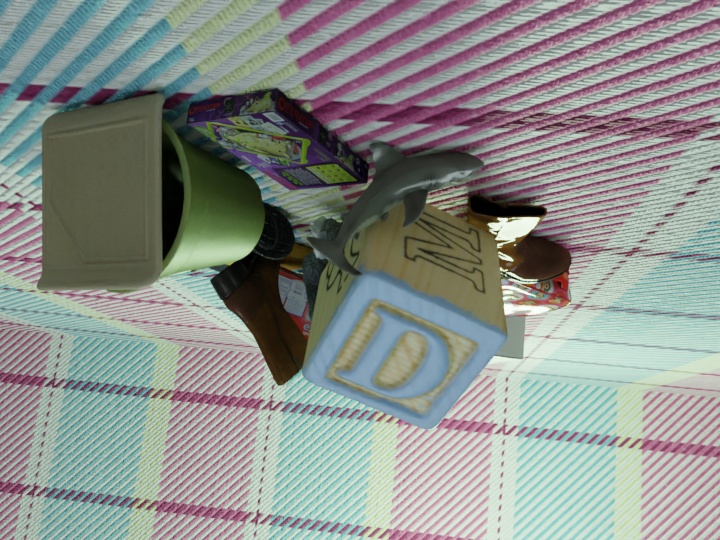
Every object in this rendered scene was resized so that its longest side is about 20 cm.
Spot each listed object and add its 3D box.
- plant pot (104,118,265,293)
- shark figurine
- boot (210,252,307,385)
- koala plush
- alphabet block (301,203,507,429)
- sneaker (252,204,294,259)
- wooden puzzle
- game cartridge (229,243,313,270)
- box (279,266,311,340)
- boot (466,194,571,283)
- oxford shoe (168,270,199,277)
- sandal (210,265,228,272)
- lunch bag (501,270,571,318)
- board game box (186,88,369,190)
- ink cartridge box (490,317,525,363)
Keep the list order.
[{"bbox_3d":[-0.214,-0.075,0.896,0.197,0.205,0.189,-2,178,30],"label":"plant pot"},{"bbox_3d":[0.019,-0.092,0.848,0.090,0.213,0.128,60,170,-29],"label":"shark figurine"},{"bbox_3d":[-0.124,0.056,1.203,0.068,0.202,0.188,-31,-173,31],"label":"boot"},{"bbox_3d":[0.000,0.000,1.134,0.173,0.186,0.203,4,131,-6],"label":"koala plush"},{"bbox_3d":[0.055,0.043,0.958,0.194,0.202,0.197,25,126,-13],"label":"alphabet block"},{"bbox_3d":[-0.189,-0.072,1.129,0.198,0.077,0.090,23,170,-31],"label":"sneaker"},{"bbox_3d":[-0.276,-0.080,0.807,0.182,0.205,0.037,-2,174,30],"label":"wooden puzzle"},{"bbox_3d":[-0.195,-0.035,1.360,0.197,0.033,0.175,14,165,-39],"label":"game cartridge"},{"bbox_3d":[-0.083,0.072,1.344,0.197,0.101,0.095,21,-177,-11],"label":"box"},{"bbox_3d":[0.229,-0.053,1.057,0.184,0.070,0.201,13,160,3],"label":"boot"},{"bbox_3d":[-0.251,-0.023,1.144,0.074,0.059,0.200,28,-151,14],"label":"oxford shoe"},{"bbox_3d":[-0.223,-0.004,1.495,0.075,0.044,0.199,-15,147,40],"label":"sandal"},{"bbox_3d":[0.255,0.020,1.247,0.198,0.084,0.175,17,157,-38],"label":"lunch bag"},{"bbox_3d":[-0.086,-0.140,0.846,0.118,0.033,0.199,-6,162,27],"label":"board game box"},{"bbox_3d":[0.243,0.107,1.492,0.082,0.149,0.200,10,167,-18],"label":"ink cartridge box"}]
